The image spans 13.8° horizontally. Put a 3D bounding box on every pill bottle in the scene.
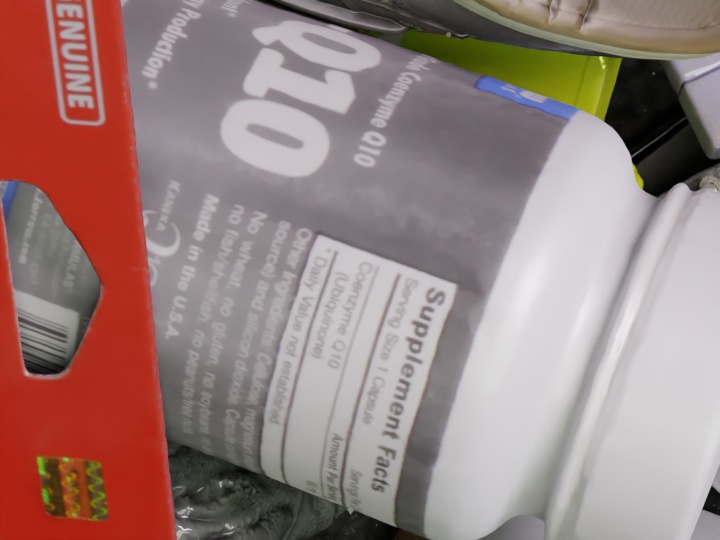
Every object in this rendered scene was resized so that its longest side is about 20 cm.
[{"bbox_3d":[0.000,0.000,0.742,0.200,0.114,0.114,20,109,8],"label":"pill bottle"}]

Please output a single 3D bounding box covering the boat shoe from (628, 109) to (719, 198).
[{"bbox_3d":[0.137,-0.049,0.850,0.200,0.071,0.064,-41,109,7],"label":"boat shoe"}]

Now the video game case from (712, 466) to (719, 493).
[{"bbox_3d":[0.201,0.018,0.892,0.200,0.018,0.143,-42,129,9],"label":"video game case"}]

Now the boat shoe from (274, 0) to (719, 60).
[{"bbox_3d":[0.003,-0.096,0.735,0.200,0.066,0.072,14,74,-16],"label":"boat shoe"}]

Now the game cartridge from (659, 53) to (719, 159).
[{"bbox_3d":[0.157,-0.131,0.813,0.200,0.038,0.130,-26,78,3],"label":"game cartridge"}]

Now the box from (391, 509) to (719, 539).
[{"bbox_3d":[0.036,0.176,0.865,0.106,0.152,0.200,21,117,-15],"label":"box"}]

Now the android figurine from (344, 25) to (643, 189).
[{"bbox_3d":[-0.013,-0.070,0.807,0.200,0.041,0.182,16,109,8],"label":"android figurine"}]

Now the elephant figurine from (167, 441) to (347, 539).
[{"bbox_3d":[-0.082,0.081,0.816,0.200,0.155,0.141,-36,118,27],"label":"elephant figurine"}]

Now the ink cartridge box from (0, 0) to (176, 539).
[{"bbox_3d":[-0.137,0.009,0.689,0.173,0.044,0.200,6,130,11],"label":"ink cartridge box"}]
